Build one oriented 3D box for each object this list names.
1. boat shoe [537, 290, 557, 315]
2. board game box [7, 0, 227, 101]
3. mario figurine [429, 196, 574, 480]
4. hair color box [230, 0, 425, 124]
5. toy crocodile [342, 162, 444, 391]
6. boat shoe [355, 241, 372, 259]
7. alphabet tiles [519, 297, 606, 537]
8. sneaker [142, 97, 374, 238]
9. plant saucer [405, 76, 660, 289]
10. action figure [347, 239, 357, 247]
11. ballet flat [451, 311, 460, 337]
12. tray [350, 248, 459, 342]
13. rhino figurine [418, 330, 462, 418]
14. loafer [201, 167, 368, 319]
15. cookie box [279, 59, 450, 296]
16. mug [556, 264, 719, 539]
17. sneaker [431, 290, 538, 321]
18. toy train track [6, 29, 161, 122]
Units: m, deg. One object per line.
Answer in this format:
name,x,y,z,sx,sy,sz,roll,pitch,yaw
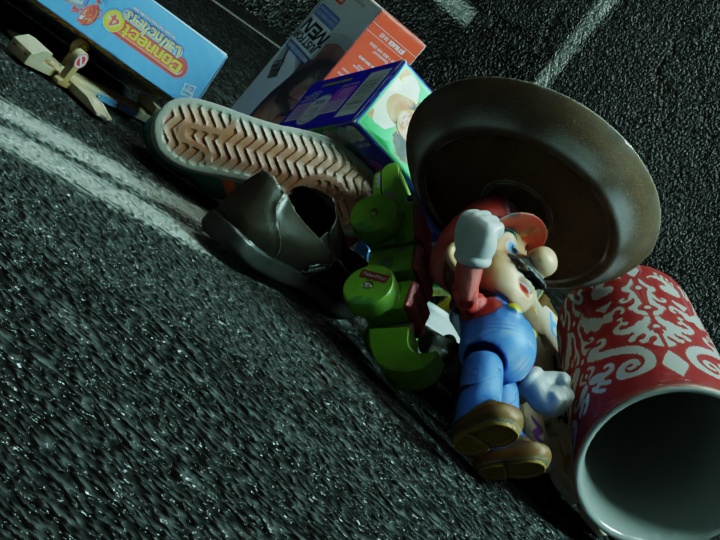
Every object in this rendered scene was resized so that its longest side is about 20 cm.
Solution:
boat shoe,0.179,0.072,1.701,0.068,0.072,0.200,43,17,-1
board game box,-0.231,-0.221,1.362,0.200,0.056,0.196,35,-3,-26
mario figurine,0.106,0.033,1.108,0.106,0.124,0.201,5,57,-9
hair color box,-0.044,-0.160,1.479,0.064,0.200,0.111,35,9,-33
toy crocodile,0.028,0.002,1.186,0.200,0.062,0.068,-86,160,-45
boat shoe,0.084,0.011,1.577,0.200,0.069,0.084,31,11,-45
alphabet tiles,0.148,0.101,1.244,0.200,0.015,0.196,48,27,-30
sneaker,-0.075,-0.081,1.279,0.199,0.072,0.080,23,-7,-17
plant saucer,0.117,-0.053,1.180,0.200,0.032,0.201,20,-37,16
action figure,-0.080,-0.072,1.392,0.200,0.052,0.065,28,18,-46
ballet flat,0.148,0.087,1.470,0.200,0.073,0.073,34,9,-41
tray,0.000,0.000,1.364,0.200,0.022,0.107,33,1,-35
rhino figurine,0.097,0.082,1.252,0.200,0.060,0.088,20,38,-61
loafer,-0.034,-0.020,1.192,0.073,0.071,0.200,42,8,27
cookie box,0.041,-0.069,1.352,0.200,0.075,0.171,46,-19,-19
mug,0.198,0.105,1.198,0.133,0.178,0.200,22,26,-13
sneaker,0.134,0.002,1.468,0.082,0.078,0.200,28,-31,-27
toy train track,-0.210,-0.156,1.311,0.115,0.033,0.200,42,7,24
